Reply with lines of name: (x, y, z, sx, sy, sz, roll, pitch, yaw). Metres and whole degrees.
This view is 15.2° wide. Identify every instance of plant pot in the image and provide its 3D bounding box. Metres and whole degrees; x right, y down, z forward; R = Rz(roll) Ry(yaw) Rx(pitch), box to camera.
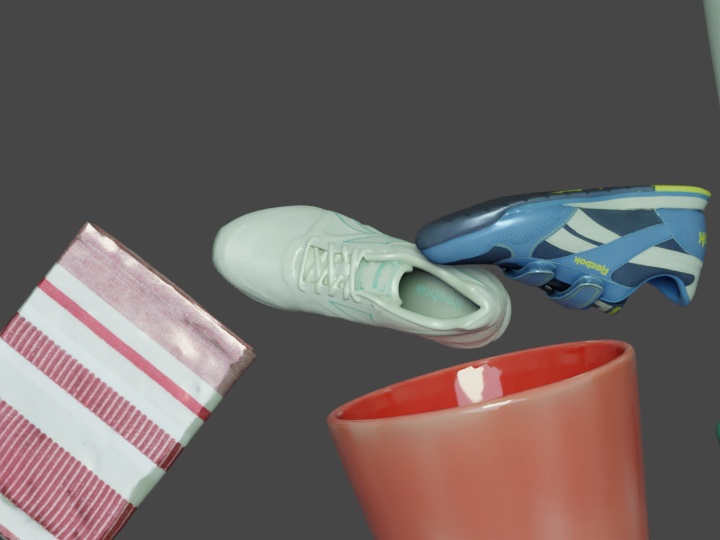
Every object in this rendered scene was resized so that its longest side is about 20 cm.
plant pot: (0.093, 0.152, 1.673, 0.200, 0.200, 0.178, -13, 94, 2)

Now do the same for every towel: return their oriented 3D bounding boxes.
towel: (-0.183, 0.088, 1.770, 0.144, 0.023, 0.200, 38, 90, 3)

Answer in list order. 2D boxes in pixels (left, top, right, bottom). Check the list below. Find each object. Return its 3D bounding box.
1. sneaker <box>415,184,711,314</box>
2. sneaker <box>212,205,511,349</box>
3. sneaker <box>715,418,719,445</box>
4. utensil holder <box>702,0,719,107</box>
sneaker: (0.133, -0.011, 1.716, 0.199, 0.074, 0.083, -4, 94, -16)
sneaker: (0.000, 0.000, 1.739, 0.199, 0.080, 0.071, 13, 88, 5)
sneaker: (0.263, 0.184, 1.712, 0.080, 0.071, 0.201, -24, 86, -4)
utensil holder: (0.303, -0.117, 1.690, 0.169, 0.170, 0.201, -11, 82, 2)
